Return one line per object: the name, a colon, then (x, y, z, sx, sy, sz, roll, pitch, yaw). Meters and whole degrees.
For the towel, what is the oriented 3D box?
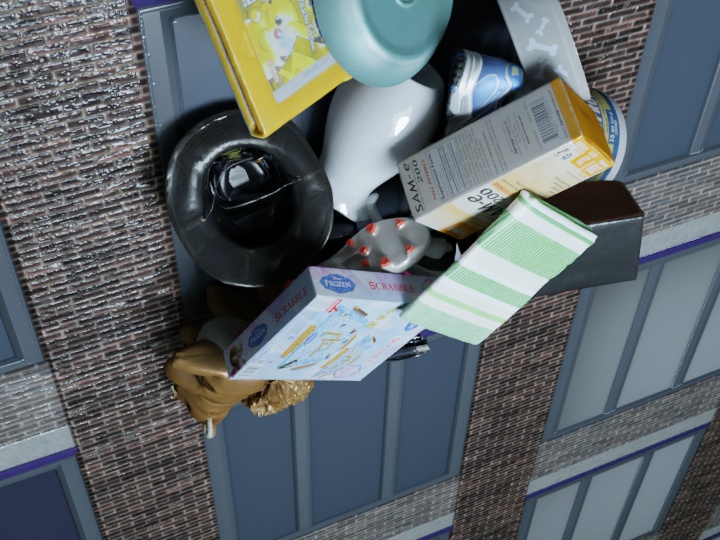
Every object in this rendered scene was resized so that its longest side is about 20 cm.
towel: (0.156, 0.002, 1.138, 0.152, 0.024, 0.200, 21, 123, -45)

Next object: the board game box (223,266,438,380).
board game box: (-0.028, 0.068, 1.182, 0.198, 0.042, 0.200, 6, 146, -38)

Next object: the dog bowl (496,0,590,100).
dog bowl: (0.189, -0.270, 1.099, 0.058, 0.202, 0.200, -21, 143, 12)

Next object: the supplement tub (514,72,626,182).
supplement tub: (0.217, -0.169, 1.254, 0.198, 0.145, 0.145, 4, 130, -36)

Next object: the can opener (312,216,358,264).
can opener: (-0.099, -0.041, 1.221, 0.197, 0.064, 0.079, -2, 146, 5)

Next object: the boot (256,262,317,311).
boot: (-0.040, 0.004, 1.331, 0.198, 0.077, 0.156, -3, 136, -15)

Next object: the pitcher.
pitcher: (0.032, -0.141, 1.160, 0.170, 0.122, 0.201, 30, 121, -8)

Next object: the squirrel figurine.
squirrel figurine: (-0.159, 0.146, 1.320, 0.198, 0.142, 0.187, 18, 134, -8)

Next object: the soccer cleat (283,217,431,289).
soccer cleat: (0.000, 0.000, 1.189, 0.199, 0.070, 0.077, -29, 153, 17)

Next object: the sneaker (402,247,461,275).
sneaker: (0.090, -0.018, 1.359, 0.199, 0.081, 0.089, -34, 151, -23)

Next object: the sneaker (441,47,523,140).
sneaker: (0.129, -0.168, 1.107, 0.076, 0.077, 0.200, 6, 162, 2)

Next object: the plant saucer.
plant saucer: (0.035, -0.286, 1.014, 0.199, 0.036, 0.202, -12, 107, -44)

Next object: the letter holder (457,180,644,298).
letter holder: (0.225, -0.054, 1.240, 0.198, 0.143, 0.101, -9, 130, -4)

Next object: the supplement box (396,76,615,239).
supplement box: (0.157, -0.113, 1.084, 0.199, 0.074, 0.126, -26, 160, 24)

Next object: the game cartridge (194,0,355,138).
game cartridge: (-0.059, -0.254, 0.972, 0.200, 0.032, 0.178, -40, 124, -28)

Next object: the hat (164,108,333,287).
hat: (-0.130, -0.083, 1.149, 0.198, 0.081, 0.203, -2, 97, -15)

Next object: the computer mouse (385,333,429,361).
computer mouse: (0.005, 0.061, 1.293, 0.137, 0.053, 0.201, -9, 133, 12)

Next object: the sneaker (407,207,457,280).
sneaker: (0.091, -0.073, 1.250, 0.075, 0.201, 0.088, 12, 130, -5)
